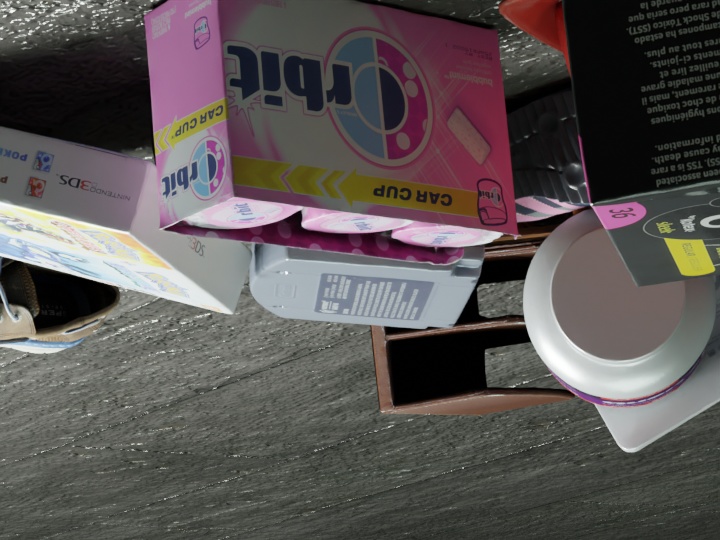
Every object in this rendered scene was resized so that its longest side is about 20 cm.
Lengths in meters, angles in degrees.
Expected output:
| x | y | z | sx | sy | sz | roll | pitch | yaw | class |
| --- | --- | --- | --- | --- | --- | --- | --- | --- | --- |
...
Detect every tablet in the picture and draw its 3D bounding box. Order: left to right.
| x | y | z | sx | sy | sz | roll | pitch | yaw | class |
| --- | --- | --- | --- | --- | --- | --- | --- | --- | --- |
| 0.229 | 0.024 | 1.616 | 0.199 | 0.130 | 0.014 | -31 | 132 | 4 | tablet |

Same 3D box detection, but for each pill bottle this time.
| x | y | z | sx | sy | sz | roll | pitch | yaw | class |
| --- | --- | --- | --- | --- | --- | --- | --- | --- | --- |
| 0.154 | 0.022 | 1.498 | 0.111 | 0.113 | 0.200 | -7 | 174 | 6 | pill bottle |

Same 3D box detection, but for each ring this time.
| x | y | z | sx | sy | sz | roll | pitch | yaw | class |
| --- | --- | --- | --- | --- | --- | --- | --- | --- | --- |
| 0.062 | -0.023 | 1.627 | 0.199 | 0.019 | 0.200 | -6 | 178 | 0 | ring |

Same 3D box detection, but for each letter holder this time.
| x | y | z | sx | sy | sz | roll | pitch | yaw | class |
| --- | --- | --- | --- | --- | --- | --- | --- | --- | --- |
| 0.107 | 0.040 | 1.726 | 0.141 | 0.101 | 0.200 | -9 | 174 | 21 | letter holder |

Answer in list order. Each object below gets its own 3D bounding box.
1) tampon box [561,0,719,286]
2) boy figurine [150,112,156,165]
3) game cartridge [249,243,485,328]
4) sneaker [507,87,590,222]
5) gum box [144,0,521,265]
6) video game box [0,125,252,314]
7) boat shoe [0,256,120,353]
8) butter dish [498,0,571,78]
| x | y | z | sx | sy | sz | roll | pitch | yaw | class |
| --- | --- | --- | --- | --- | --- | --- | --- | --- | --- |
| 0.150 | -0.112 | 1.024 | 0.125 | 0.202 | 0.150 | -9 | 165 | 12 | tampon box |
| -0.019 | -0.067 | 1.410 | 0.199 | 0.065 | 0.124 | 9 | 158 | -34 | boy figurine |
| 0.000 | 0.000 | 1.504 | 0.132 | 0.041 | 0.200 | 1 | 169 | -3 | game cartridge |
| 0.115 | -0.068 | 1.478 | 0.199 | 0.071 | 0.082 | -11 | -179 | 37 | sneaker |
| -0.009 | -0.073 | 1.288 | 0.199 | 0.114 | 0.066 | 6 | 161 | -39 | gum box |
| -0.171 | -0.035 | 1.394 | 0.181 | 0.047 | 0.200 | 11 | 170 | 16 | video game box |
| -0.243 | 0.016 | 1.650 | 0.072 | 0.073 | 0.199 | -24 | 167 | 39 | boat shoe |
| 0.198 | -0.083 | 1.259 | 0.198 | 0.149 | 0.199 | -14 | 164 | 31 | butter dish |
